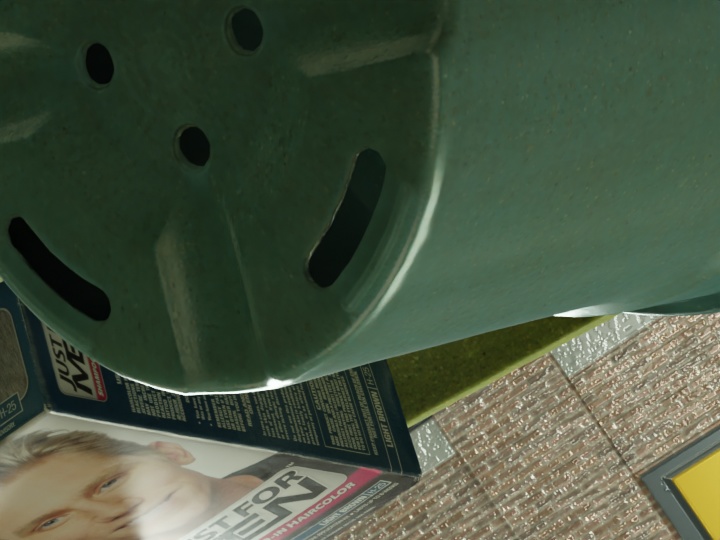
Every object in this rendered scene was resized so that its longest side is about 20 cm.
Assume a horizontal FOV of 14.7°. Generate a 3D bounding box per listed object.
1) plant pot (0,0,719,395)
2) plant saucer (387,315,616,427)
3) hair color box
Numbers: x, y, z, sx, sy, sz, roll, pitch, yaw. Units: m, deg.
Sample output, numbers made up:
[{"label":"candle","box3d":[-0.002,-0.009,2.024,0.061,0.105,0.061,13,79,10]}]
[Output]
[{"label":"plant pot","box3d":[0.014,-0.065,0.649,0.200,0.201,0.196,-36,170,37]},{"label":"plant saucer","box3d":[0.000,0.000,1.068,0.199,0.048,0.199,-29,152,21]},{"label":"hair color box","box3d":[-0.080,0.061,1.008,0.100,0.061,0.200,-34,150,30]}]
